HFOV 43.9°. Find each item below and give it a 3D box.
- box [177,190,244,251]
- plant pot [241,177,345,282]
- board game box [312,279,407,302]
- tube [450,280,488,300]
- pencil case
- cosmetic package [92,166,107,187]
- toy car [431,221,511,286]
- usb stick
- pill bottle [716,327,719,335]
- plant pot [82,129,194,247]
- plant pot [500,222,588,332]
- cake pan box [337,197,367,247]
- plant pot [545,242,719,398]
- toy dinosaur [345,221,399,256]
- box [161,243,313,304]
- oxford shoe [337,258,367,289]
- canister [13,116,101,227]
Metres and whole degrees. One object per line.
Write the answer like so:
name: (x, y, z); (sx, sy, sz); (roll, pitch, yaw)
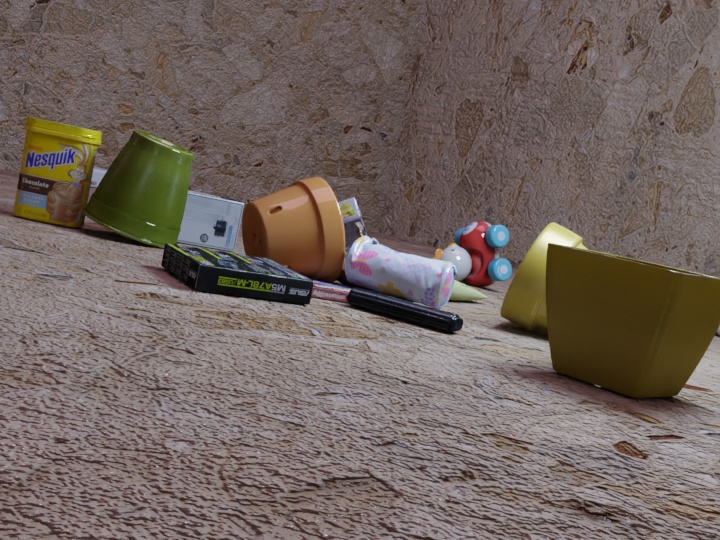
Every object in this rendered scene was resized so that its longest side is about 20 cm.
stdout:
box: (-0.369, -0.115, 1.976); (0.199, 0.117, 0.060); (11, 7, -21)
plant pot: (-0.132, -0.066, 1.649); (0.139, 0.201, 0.200); (-8, 13, -25)
board game box: (-0.018, 0.042, 1.583); (0.199, 0.020, 0.103); (10, 7, -19)
tube: (0.204, 0.043, 1.941); (0.200, 0.052, 0.058); (13, 42, -57)
pencil case: (0.071, 0.003, 1.601); (0.199, 0.091, 0.083); (18, -32, 20)
cosmetic package: (-1.000, -0.354, 3.372); (0.101, 0.074, 0.200); (7, 6, -36)
toy car: (0.272, -0.039, 2.406); (0.199, 0.178, 0.184); (-5, 2, -28)
usb stick: (0.071, 0.065, 1.472); (0.199, 0.033, 0.055); (14, -1, 26)
pill bottle: (0.987, 0.120, 2.506); (0.112, 0.113, 0.200); (8, 7, -37)
plant pot: (-0.431, -0.173, 1.807); (0.200, 0.194, 0.200); (23, 7, -3)
plant pot: (0.388, 0.042, 1.646); (0.188, 0.201, 0.201); (30, 10, 16)
cake pan box: (-0.082, -0.077, 1.867); (0.183, 0.053, 0.200); (-17, -13, 2)
plant pot: (0.374, 0.074, 1.249); (0.200, 0.177, 0.199); (18, 8, 43)
toy dinosaur: (0.000, 0.000, 1.792); (0.200, 0.136, 0.086); (34, 36, -6)
box: (-0.201, 0.004, 1.438); (0.192, 0.048, 0.200); (6, 8, -29)
oxford shoe: (0.025, 0.002, 1.702); (0.199, 0.074, 0.071); (17, -24, 13)
canister: (-0.616, -0.198, 1.813); (0.148, 0.201, 0.087); (11, 5, -1)
